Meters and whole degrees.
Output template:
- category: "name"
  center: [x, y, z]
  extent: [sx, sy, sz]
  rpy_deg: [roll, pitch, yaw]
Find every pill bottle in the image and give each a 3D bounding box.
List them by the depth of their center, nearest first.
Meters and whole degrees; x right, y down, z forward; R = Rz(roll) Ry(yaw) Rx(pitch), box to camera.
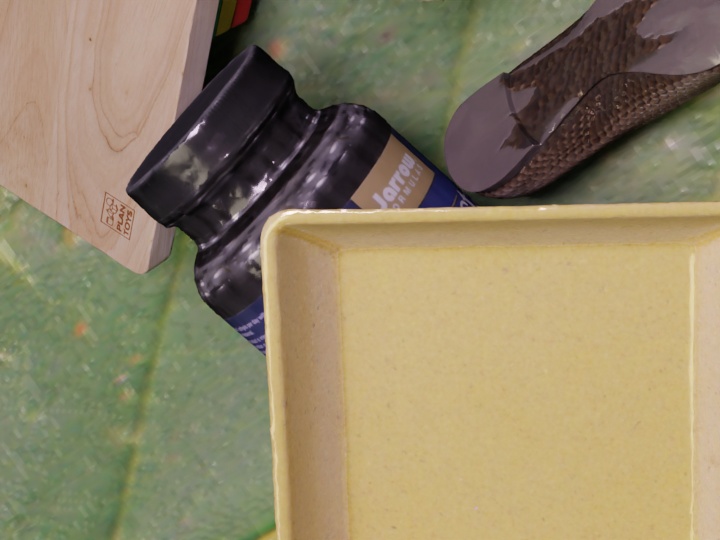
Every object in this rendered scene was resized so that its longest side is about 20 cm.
- category: "pill bottle"
  center: [0.000, 0.000, 1.086]
  extent: [0.200, 0.112, 0.112]
  rpy_deg: [42, 133, -11]

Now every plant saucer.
- category: "plant saucer"
  center: [0.064, 0.063, 1.019]
  extent: [0.199, 0.048, 0.201]
  rpy_deg: [-1, 109, 3]

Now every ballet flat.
- category: "ballet flat"
  center: [0.115, -0.086, 1.035]
  extent: [0.200, 0.046, 0.068]
  rpy_deg: [-36, 60, 37]

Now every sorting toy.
- category: "sorting toy"
  center: [-0.138, -0.136, 1.165]
  extent: [0.199, 0.070, 0.200]
  rpy_deg: [32, 130, 23]

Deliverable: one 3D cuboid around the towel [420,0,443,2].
- category: "towel"
  center: [-0.042, -0.174, 0.980]
  extent: [0.200, 0.037, 0.148]
  rpy_deg: [28, 162, 2]
